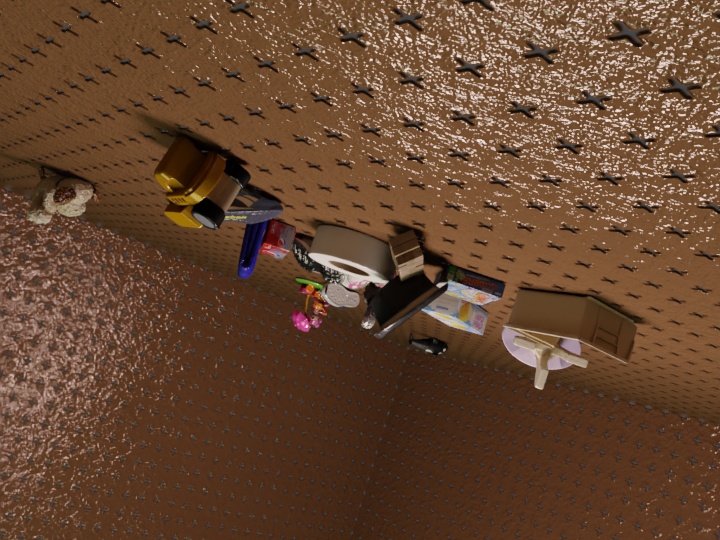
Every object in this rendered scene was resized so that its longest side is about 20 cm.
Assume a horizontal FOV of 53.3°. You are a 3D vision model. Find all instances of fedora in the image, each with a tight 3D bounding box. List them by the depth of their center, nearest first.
[{"bbox_3d":[0.093,0.060,1.582,0.092,0.200,0.201,54,173,5],"label":"fedora"}]

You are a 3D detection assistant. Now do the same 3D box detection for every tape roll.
[{"bbox_3d":[-0.014,-0.035,1.641,0.201,0.071,0.203,18,171,3],"label":"tape roll"}]

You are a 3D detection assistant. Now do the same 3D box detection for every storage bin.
[{"bbox_3d":[0.454,0.119,1.542,0.198,0.095,0.199,25,169,-35],"label":"storage bin"}]

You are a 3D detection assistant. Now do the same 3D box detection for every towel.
[{"bbox_3d":[-0.267,-0.059,1.770,0.049,0.149,0.200,11,172,-9],"label":"towel"}]

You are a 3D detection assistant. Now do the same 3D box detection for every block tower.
[{"bbox_3d":[0.094,-0.026,1.454,0.057,0.054,0.200,-22,168,3],"label":"block tower"}]

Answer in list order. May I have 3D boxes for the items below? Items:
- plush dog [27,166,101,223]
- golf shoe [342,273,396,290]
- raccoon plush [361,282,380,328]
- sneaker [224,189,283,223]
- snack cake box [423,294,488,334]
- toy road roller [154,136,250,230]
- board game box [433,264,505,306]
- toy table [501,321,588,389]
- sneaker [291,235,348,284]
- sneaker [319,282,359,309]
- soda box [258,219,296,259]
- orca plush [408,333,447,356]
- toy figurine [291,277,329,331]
[{"bbox_3d":[-0.865,-0.229,2.110,0.170,0.162,0.200,0,-167,22],"label":"plush dog"},{"bbox_3d":[0.000,0.000,1.851,0.092,0.073,0.199,30,157,-33],"label":"golf shoe"},{"bbox_3d":[0.073,0.101,1.954,0.134,0.201,0.096,36,151,-24],"label":"raccoon plush"},{"bbox_3d":[-0.250,-0.145,1.477,0.199,0.083,0.074,3,157,-36],"label":"sneaker"},{"bbox_3d":[0.264,0.114,2.000,0.114,0.068,0.200,11,169,35],"label":"snack cake box"},{"bbox_3d":[-0.309,-0.166,1.305,0.146,0.124,0.199,41,160,-31],"label":"toy road roller"},{"bbox_3d":[0.246,0.038,1.665,0.134,0.035,0.200,19,171,1],"label":"board game box"},{"bbox_3d":[0.453,0.188,1.763,0.198,0.186,0.117,6,-173,2],"label":"toy table"},{"bbox_3d":[-0.097,-0.034,1.813,0.199,0.079,0.074,30,138,27],"label":"sneaker"},{"bbox_3d":[-0.112,0.086,2.568,0.145,0.081,0.199,6,171,39],"label":"sneaker"},{"bbox_3d":[-0.213,-0.076,1.823,0.069,0.064,0.200,18,171,-10],"label":"soda box"},{"bbox_3d":[0.322,0.325,3.307,0.199,0.071,0.106,24,-145,-7],"label":"orca plush"},{"bbox_3d":[-0.186,0.146,2.761,0.199,0.186,0.150,22,171,-29],"label":"toy figurine"}]
